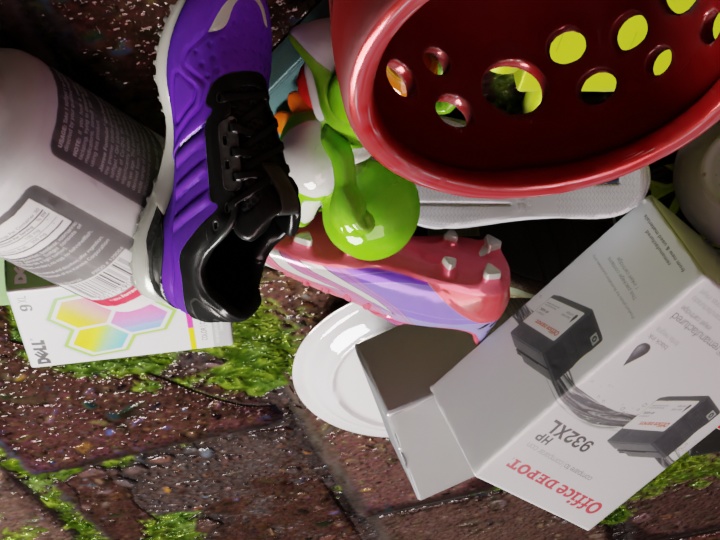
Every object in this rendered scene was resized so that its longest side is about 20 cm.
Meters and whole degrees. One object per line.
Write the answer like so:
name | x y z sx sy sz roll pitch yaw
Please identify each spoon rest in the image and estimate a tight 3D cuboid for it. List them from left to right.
spoon rest | 0.288 -0.094 0.967 0.200 0.100 0.060 -44 160 27

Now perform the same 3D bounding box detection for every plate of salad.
plate of salad | 0.044 0.067 1.188 0.198 0.048 0.201 -4 139 -3

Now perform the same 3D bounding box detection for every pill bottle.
pill bottle | -0.190 -0.060 0.870 0.110 0.111 0.200 -26 144 26

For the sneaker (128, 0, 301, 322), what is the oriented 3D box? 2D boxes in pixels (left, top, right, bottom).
sneaker | -0.066 -0.063 0.835 0.069 0.099 0.201 -6 114 -41

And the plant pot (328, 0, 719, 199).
plant pot | 0.079 -0.160 0.709 0.199 0.184 0.201 -6 148 -4

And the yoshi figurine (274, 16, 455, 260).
yoshi figurine | 0.013 -0.076 0.871 0.112 0.113 0.200 -3 151 -22

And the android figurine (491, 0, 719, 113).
android figurine | 0.162 -0.153 0.877 0.181 0.041 0.200 0 149 -13

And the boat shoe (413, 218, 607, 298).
boat shoe | 0.082 -0.012 1.068 0.198 0.072 0.076 8 158 -8

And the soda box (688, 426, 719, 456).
soda box | 0.313 0.084 1.267 0.070 0.064 0.200 -8 148 -1

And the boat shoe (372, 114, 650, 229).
boat shoe | 0.085 -0.059 0.973 0.198 0.073 0.071 7 -177 5

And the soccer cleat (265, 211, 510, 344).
soccer cleat | 0.000 0.000 0.982 0.199 0.067 0.077 11 129 -2

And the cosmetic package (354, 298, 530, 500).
cosmetic package | 0.107 0.074 1.108 0.199 0.090 0.107 -20 132 -3

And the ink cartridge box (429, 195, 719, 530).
ink cartridge box | 0.171 0.068 1.005 0.200 0.084 0.145 -43 135 17

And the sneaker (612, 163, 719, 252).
sneaker | 0.272 -0.052 1.051 0.198 0.076 0.076 -7 169 1

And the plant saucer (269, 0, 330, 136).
plant saucer | -0.033 -0.109 0.919 0.070 0.019 0.200 16 139 -35

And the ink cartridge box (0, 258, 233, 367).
ink cartridge box | -0.189 0.013 1.034 0.198 0.060 0.104 -5 148 -5
